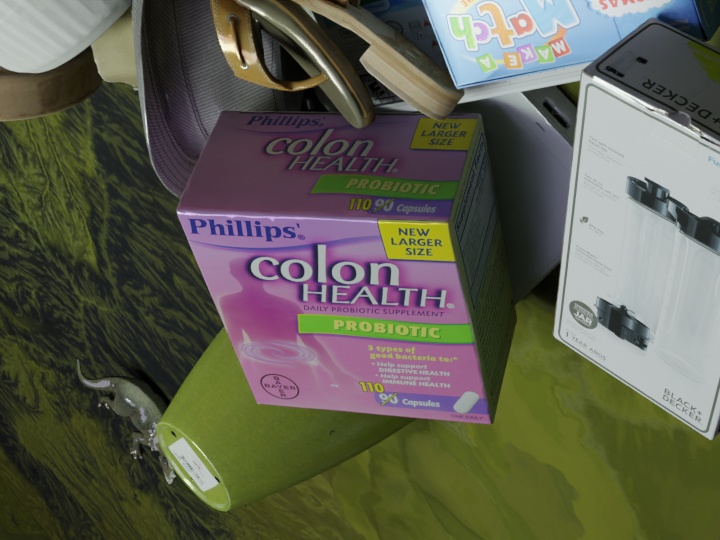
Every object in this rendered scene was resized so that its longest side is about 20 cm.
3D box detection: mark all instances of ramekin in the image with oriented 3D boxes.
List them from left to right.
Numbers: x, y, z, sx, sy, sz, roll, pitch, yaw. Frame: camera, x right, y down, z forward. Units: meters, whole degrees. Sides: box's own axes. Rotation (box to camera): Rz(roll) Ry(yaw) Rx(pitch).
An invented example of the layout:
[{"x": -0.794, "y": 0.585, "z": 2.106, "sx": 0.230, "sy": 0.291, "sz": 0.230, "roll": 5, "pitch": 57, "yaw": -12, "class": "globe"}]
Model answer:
[{"x": -0.231, "y": -0.237, "z": 1.005, "sx": 0.094, "sy": 0.203, "sz": 0.202, "roll": 42, "pitch": 161, "yaw": -34, "class": "ramekin"}]

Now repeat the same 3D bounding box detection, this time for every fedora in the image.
[{"x": -0.089, "y": -0.153, "z": 0.935, "sx": 0.177, "sy": 0.090, "sz": 0.200, "roll": 43, "pitch": -138, "yaw": -72, "class": "fedora"}]

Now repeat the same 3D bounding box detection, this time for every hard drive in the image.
[{"x": 0.093, "y": -0.058, "z": 0.904, "sx": 0.132, "sy": 0.026, "sz": 0.200, "roll": 48, "pitch": 152, "yaw": 7, "class": "hard drive"}]

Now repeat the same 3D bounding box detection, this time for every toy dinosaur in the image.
[{"x": -0.277, "y": 0.177, "z": 1.715, "sx": 0.200, "sy": 0.077, "sz": 0.102, "roll": 55, "pitch": 141, "yaw": 4, "class": "toy dinosaur"}]

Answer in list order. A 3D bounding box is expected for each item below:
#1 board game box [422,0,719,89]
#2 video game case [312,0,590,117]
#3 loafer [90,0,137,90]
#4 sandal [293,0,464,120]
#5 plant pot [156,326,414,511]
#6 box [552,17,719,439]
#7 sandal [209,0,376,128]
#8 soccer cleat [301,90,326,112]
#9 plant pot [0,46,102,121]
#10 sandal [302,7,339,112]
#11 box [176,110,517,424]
[{"x": 0.083, "y": -0.199, "z": 0.688, "sx": 0.151, "sy": 0.037, "sz": 0.200, "roll": -5, "pitch": 119, "yaw": 36, "class": "board game box"}, {"x": 0.045, "y": -0.183, "z": 0.776, "sx": 0.200, "sy": 0.024, "sz": 0.182, "roll": -5, "pitch": 120, "yaw": 40, "class": "video game case"}, {"x": -0.174, "y": -0.174, "z": 1.051, "sx": 0.200, "sy": 0.067, "sz": 0.076, "roll": -151, "pitch": 48, "yaw": -75, "class": "loafer"}, {"x": -0.014, "y": -0.178, "z": 0.773, "sx": 0.212, "sy": 0.078, "sz": 0.070, "roll": 38, "pitch": 108, "yaw": -4, "class": "sandal"}, {"x": -0.069, "y": 0.109, "z": 1.159, "sx": 0.187, "sy": 0.200, "sz": 0.187, "roll": 36, "pitch": 149, "yaw": 26, "class": "plant pot"}, {"x": 0.169, "y": -0.017, "z": 0.704, "sx": 0.117, "sy": 0.060, "sz": 0.200, "roll": 34, "pitch": 147, "yaw": 30, "class": "box"}, {"x": -0.072, "y": -0.150, "z": 0.823, "sx": 0.200, "sy": 0.054, "sz": 0.080, "roll": 41, "pitch": 179, "yaw": -1, "class": "sandal"}, {"x": -0.093, "y": -0.114, "z": 1.078, "sx": 0.200, "sy": 0.065, "sz": 0.084, "roll": 23, "pitch": 148, "yaw": 43, "class": "soccer cleat"}, {"x": -0.320, "y": -0.246, "z": 1.157, "sx": 0.200, "sy": 0.200, "sz": 0.175, "roll": 33, "pitch": 130, "yaw": 32, "class": "plant pot"}, {"x": -0.023, "y": -0.200, "z": 0.886, "sx": 0.082, "sy": 0.050, "sz": 0.203, "roll": 41, "pitch": 148, "yaw": 53, "class": "sandal"}, {"x": 0.000, "y": 0.000, "z": 0.892, "sx": 0.176, "sy": 0.097, "sz": 0.200, "roll": 3, "pitch": 138, "yaw": 18, "class": "box"}]
